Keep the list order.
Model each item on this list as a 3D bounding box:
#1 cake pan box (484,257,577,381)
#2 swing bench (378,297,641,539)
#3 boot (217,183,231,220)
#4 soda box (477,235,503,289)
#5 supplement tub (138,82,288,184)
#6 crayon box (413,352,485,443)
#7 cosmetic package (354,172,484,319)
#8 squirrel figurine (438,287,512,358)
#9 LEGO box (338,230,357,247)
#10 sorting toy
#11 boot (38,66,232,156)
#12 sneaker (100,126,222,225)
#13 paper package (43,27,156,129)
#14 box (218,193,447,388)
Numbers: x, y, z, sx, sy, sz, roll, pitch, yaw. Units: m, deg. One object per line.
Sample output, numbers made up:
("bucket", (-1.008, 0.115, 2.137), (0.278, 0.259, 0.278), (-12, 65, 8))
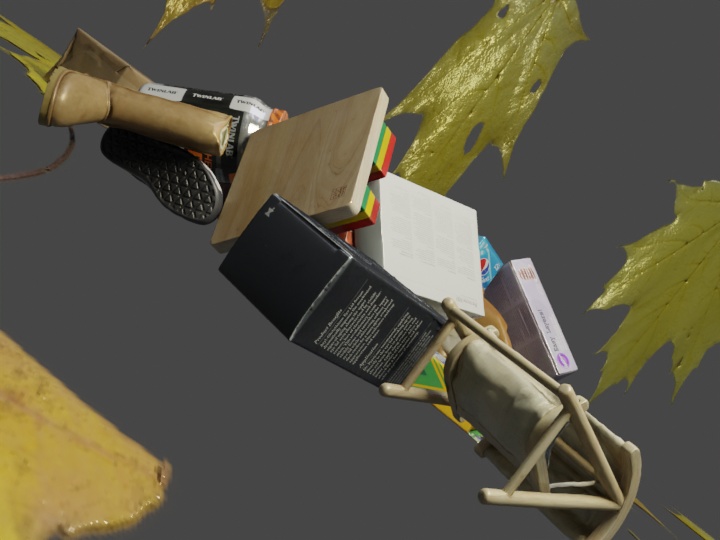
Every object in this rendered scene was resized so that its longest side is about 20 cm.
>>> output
("cake pan box", (0.230, 0.108, 1.578), (0.052, 0.184, 0.201), (-8, 67, -34))
("swing bench", (0.159, 0.157, 1.017), (0.200, 0.130, 0.199), (35, 3, -40))
("boot", (-0.139, -0.068, 1.470), (0.200, 0.077, 0.155), (16, -17, 36))
("soda box", (0.121, -0.015, 1.590), (0.200, 0.068, 0.064), (8, -38, 50))
("supplement tub", (-0.203, -0.182, 1.374), (0.199, 0.123, 0.123), (8, 1, 4))
("crayon box", (0.109, 0.148, 1.313), (0.200, 0.052, 0.126), (38, 3, 16))
("cosmetic package", (0.075, -0.026, 1.285), (0.200, 0.052, 0.151), (18, 60, -44))
("squirrel figurine", (0.158, 0.096, 1.486), (0.187, 0.141, 0.201), (45, 30, -59))
("LEGO box", (0.000, 0.000, 1.345), (0.149, 0.077, 0.200), (-18, -41, 39))
("sorting toy", (-0.059, -0.103, 1.215), (0.070, 0.198, 0.200), (51, 38, -37))
("boot", (-0.256, -0.181, 1.187), (0.199, 0.066, 0.175), (17, 19, -5))
("sneaker", (-0.237, -0.124, 1.270), (0.200, 0.072, 0.083), (38, 2, 21))
("paper package", (-0.377, -0.274, 1.649), (0.191, 0.104, 0.200), (38, 3, 38))
("box", (-0.026, 0.028, 1.077), (0.200, 0.104, 0.148), (33, 5, -47))
